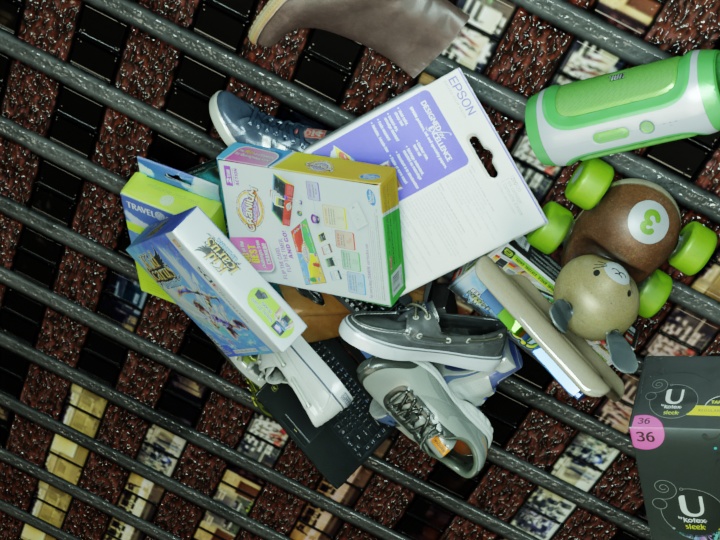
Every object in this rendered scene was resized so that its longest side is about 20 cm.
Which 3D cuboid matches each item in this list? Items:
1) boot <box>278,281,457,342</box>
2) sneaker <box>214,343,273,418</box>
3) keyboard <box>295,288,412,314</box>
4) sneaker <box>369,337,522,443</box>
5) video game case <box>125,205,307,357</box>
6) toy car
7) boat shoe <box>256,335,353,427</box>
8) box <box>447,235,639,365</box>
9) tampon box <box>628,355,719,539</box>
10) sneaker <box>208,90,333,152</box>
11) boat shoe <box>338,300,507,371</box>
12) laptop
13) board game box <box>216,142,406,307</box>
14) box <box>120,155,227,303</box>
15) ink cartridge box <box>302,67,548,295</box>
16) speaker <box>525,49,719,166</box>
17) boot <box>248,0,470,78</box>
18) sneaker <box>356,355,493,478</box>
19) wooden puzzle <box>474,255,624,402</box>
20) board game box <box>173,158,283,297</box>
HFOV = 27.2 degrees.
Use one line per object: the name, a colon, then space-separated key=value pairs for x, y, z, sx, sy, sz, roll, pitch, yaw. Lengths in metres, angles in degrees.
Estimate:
boot: x=0.000 y=0.000 z=1.742 sx=0.199 sy=0.069 sz=0.189 roll=-3 pitch=133 yaw=19
sneaker: x=-0.121 y=0.146 z=1.918 sx=0.200 sy=0.075 sz=0.085 roll=42 pitch=132 yaw=-15
keyboard: x=-0.042 y=0.002 z=1.692 sx=0.200 sy=0.040 sz=0.104 roll=43 pitch=130 yaw=-13
sneaker: x=0.122 y=0.155 z=1.816 sx=0.199 sy=0.081 sz=0.115 roll=-30 pitch=121 yaw=23
video game case: x=-0.167 y=0.018 z=1.686 sx=0.181 sy=0.045 sz=0.200 roll=49 pitch=159 yaw=-12
toy car: x=0.259 y=0.011 z=1.558 sx=0.164 sy=0.200 sz=0.158 roll=32 pitch=134 yaw=-6
boat shoe: x=-0.091 y=0.108 z=1.792 sx=0.200 sy=0.066 sz=0.072 roll=46 pitch=172 yaw=26
box: x=0.211 y=0.045 z=1.720 sx=0.200 sy=0.035 sz=0.110 roll=38 pitch=133 yaw=-12
tampon box: x=0.405 y=0.213 z=1.720 sx=0.149 sy=0.127 sz=0.201 roll=-2 pitch=127 yaw=23
sneaker: x=-0.076 y=-0.143 z=1.661 sx=0.200 sy=0.075 sz=0.084 roll=39 pitch=125 yaw=-20
boat shoe: x=0.076 y=0.065 z=1.683 sx=0.199 sy=0.070 sz=0.067 roll=13 pitch=114 yaw=-15
laptop: x=0.007 y=0.155 z=1.852 sx=0.177 sy=0.200 sz=0.103 roll=52 pitch=165 yaw=-22
board game box: x=-0.053 y=-0.051 z=1.612 sx=0.199 sy=0.040 sz=0.154 roll=11 pitch=125 yaw=25
box: x=-0.218 y=-0.036 z=1.796 sx=0.121 sy=0.048 sz=0.201 roll=20 pitch=142 yaw=20
ink cartridge box: x=0.072 y=-0.094 z=1.606 sx=0.199 sy=0.043 sz=0.199 roll=-26 pitch=105 yaw=20
speaker: x=0.269 y=-0.161 z=1.485 sx=0.199 sy=0.089 sz=0.089 roll=-11 pitch=123 yaw=30
boot: x=-0.006 y=-0.251 z=1.531 sx=0.166 sy=0.072 sz=0.200 roll=42 pitch=128 yaw=-12
sneaker: x=0.077 y=0.166 z=1.730 sx=0.200 sy=0.080 sz=0.074 roll=38 pitch=123 yaw=-19
wooden puzzle: x=0.194 y=0.072 z=1.563 sx=0.046 sy=0.200 sz=0.185 roll=-45 pitch=75 yaw=9
board game box: x=-0.113 y=-0.054 z=1.775 sx=0.135 sy=0.028 sz=0.200 roll=-18 pitch=120 yaw=34
